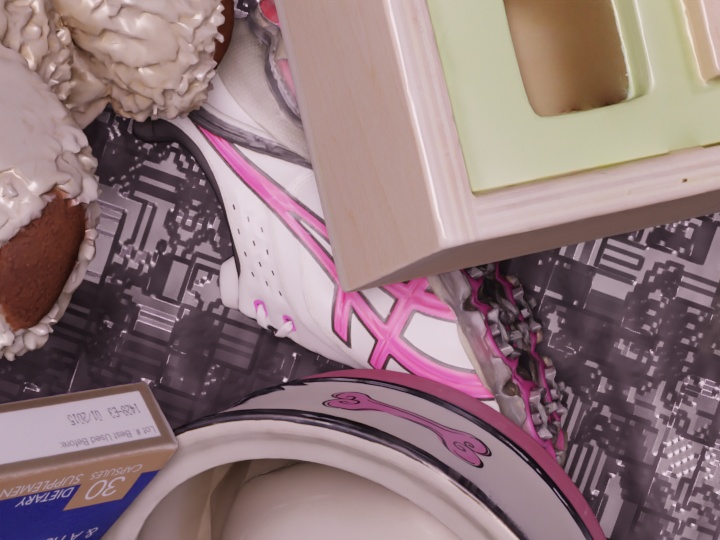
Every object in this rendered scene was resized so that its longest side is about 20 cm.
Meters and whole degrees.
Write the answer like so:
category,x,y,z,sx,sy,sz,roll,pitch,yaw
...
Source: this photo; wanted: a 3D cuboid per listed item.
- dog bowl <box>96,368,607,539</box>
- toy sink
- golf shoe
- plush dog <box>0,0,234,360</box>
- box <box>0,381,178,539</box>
category,x,y,z,sx,sy,sz,roll,pitch,yaw
dog bowl,0.004,0.123,0.869,0.199,0.074,0.202,11,118,22
toy sink,0.085,-0.081,0.825,0.198,0.112,0.131,-11,85,-20
golf shoe,0.000,0.000,0.898,0.092,0.073,0.201,-32,91,17
plush dog,-0.152,-0.039,0.819,0.160,0.200,0.172,31,130,-3
box,-0.158,0.112,0.840,0.200,0.121,0.033,-47,63,37
